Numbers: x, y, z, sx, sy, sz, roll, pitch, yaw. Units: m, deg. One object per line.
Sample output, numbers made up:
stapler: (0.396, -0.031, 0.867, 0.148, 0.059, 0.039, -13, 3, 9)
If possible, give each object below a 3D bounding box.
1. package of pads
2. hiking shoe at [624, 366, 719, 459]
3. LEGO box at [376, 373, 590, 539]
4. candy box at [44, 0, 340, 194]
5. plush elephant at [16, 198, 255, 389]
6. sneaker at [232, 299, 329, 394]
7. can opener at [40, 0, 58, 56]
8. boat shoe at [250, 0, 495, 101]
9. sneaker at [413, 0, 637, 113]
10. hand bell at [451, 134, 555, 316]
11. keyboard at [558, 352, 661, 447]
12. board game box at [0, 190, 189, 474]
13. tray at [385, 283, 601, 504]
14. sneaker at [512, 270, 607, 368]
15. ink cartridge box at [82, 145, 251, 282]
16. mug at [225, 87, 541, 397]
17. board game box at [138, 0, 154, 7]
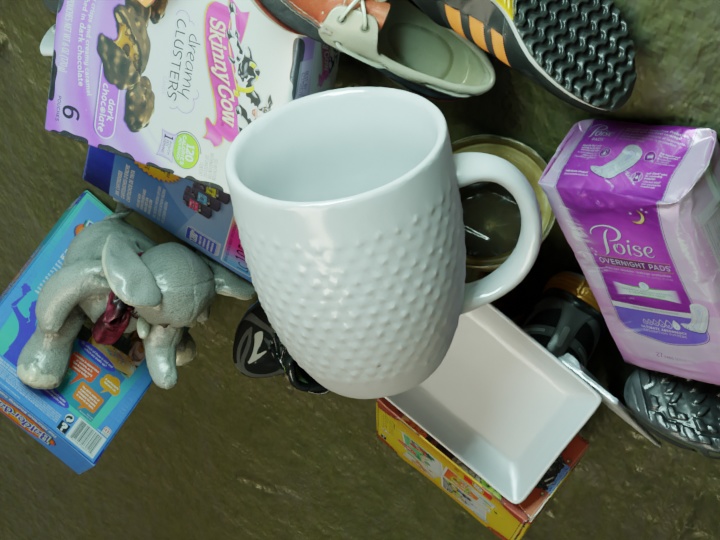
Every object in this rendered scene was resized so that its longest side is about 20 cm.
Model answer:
package of pads: (0.214, -0.009, 1.500, 0.120, 0.076, 0.200, 8, 141, 38)
hiking shoe: (0.287, 0.123, 1.597, 0.199, 0.076, 0.101, 15, 154, 4)
LEGO box: (0.091, 0.132, 1.696, 0.149, 0.077, 0.200, 38, 171, 8)
candy box: (-0.116, -0.156, 1.539, 0.199, 0.071, 0.168, 20, 115, 22)
plush elephant: (-0.175, 0.024, 1.798, 0.155, 0.164, 0.201, 35, 120, 52)
sneaker: (-0.052, 0.064, 1.854, 0.071, 0.083, 0.199, 48, 147, -22)
can opener: (-0.171, -0.185, 1.643, 0.199, 0.053, 0.067, 9, 141, 35)
boat shoe: (0.006, -0.169, 1.437, 0.200, 0.071, 0.062, 30, 175, -35)
sneaker: (0.091, -0.173, 1.407, 0.200, 0.070, 0.090, 39, 165, -8)
hand bell: (0.100, -0.011, 1.626, 0.104, 0.104, 0.200, 24, 162, 16)
keyboard: (0.192, 0.101, 1.648, 0.056, 0.011, 0.200, 45, -177, 21)
board game box: (-0.244, 0.053, 1.908, 0.152, 0.200, 0.045, 41, 150, -11)
tray: (0.070, 0.068, 1.583, 0.200, 0.022, 0.108, 39, 106, 9)
sneaker: (0.138, 0.075, 1.694, 0.078, 0.077, 0.200, 27, 151, 7)
ink cartridge box: (-0.140, -0.095, 1.722, 0.200, 0.076, 0.137, 32, 150, 6)
mug: (0.023, -0.016, 1.454, 0.199, 0.148, 0.176, -13, 123, -2)
board game box: (-0.117, -0.269, 1.426, 0.103, 0.019, 0.200, 43, 125, -12)
